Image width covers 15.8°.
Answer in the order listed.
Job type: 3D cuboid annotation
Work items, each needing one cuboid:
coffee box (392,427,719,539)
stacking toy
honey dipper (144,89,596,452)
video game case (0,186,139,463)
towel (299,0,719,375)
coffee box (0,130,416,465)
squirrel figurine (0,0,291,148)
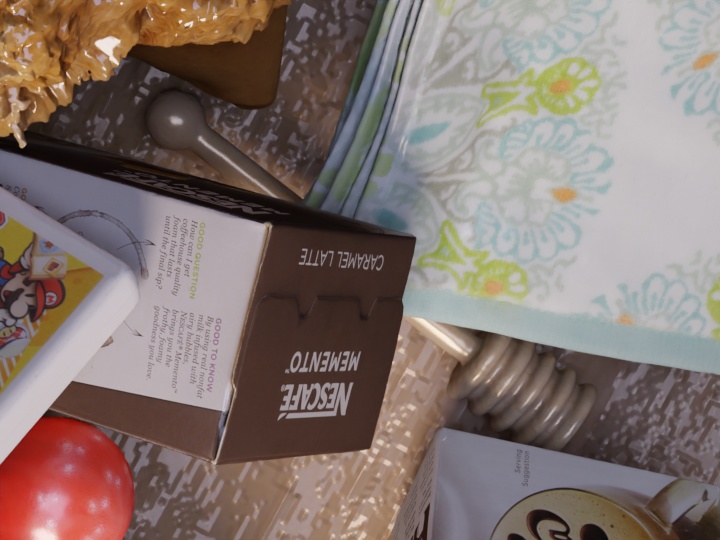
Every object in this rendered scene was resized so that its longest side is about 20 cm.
[{"bbox_3d":[0.064,0.167,0.922,0.113,0.200,0.080,13,140,-7],"label":"coffee box"},{"bbox_3d":[-0.168,0.058,0.903,0.200,0.085,0.085,14,96,20],"label":"stacking toy"},{"bbox_3d":[0.000,0.000,0.976,0.200,0.038,0.038,37,93,-7],"label":"honey dipper"},{"bbox_3d":[-0.198,0.034,0.798,0.182,0.023,0.200,30,67,24],"label":"video game case"},{"bbox_3d":[0.088,-0.055,0.933,0.200,0.048,0.171,11,113,-24],"label":"towel"},{"bbox_3d":[-0.098,-0.001,0.882,0.200,0.114,0.080,16,96,26],"label":"coffee box"},{"bbox_3d":[-0.116,-0.118,0.867,0.186,0.200,0.142,3,104,-6],"label":"squirrel figurine"}]
